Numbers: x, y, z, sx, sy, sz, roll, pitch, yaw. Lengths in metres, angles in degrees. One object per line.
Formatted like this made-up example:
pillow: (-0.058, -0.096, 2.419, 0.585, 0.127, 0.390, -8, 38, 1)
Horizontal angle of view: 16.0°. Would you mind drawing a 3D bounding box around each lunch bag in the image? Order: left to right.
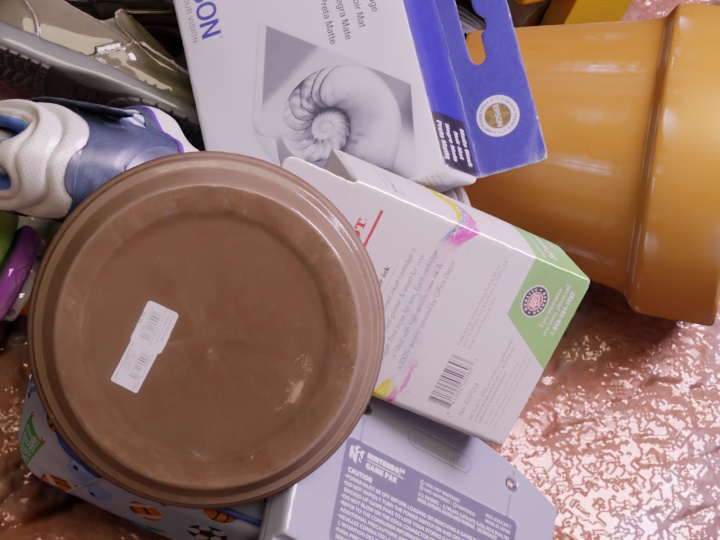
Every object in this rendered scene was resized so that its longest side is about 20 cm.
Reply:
lunch bag: (-0.100, 0.073, 1.503, 0.199, 0.075, 0.161, 27, 61, -23)

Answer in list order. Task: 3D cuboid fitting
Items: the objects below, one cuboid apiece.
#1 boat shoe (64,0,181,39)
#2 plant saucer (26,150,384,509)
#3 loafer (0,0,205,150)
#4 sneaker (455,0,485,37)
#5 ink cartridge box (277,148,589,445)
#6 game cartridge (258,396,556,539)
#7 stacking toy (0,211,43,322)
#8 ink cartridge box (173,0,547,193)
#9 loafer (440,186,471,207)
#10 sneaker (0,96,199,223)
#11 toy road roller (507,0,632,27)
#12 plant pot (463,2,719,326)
boat shoe: (-0.143, -0.195, 1.657, 0.199, 0.073, 0.075, 4, 62, -14)
plant saucer: (-0.084, 0.035, 1.407, 0.199, 0.029, 0.201, -1, 99, -5)
loafer: (-0.145, -0.131, 1.610, 0.199, 0.075, 0.070, 24, 68, -14)
sneaker: (0.005, -0.142, 1.672, 0.199, 0.071, 0.083, -13, 61, -25)
ink cartridge box: (0.016, 0.008, 1.482, 0.199, 0.117, 0.067, 23, 14, -19)
game cartridge: (0.029, 0.149, 1.505, 0.200, 0.041, 0.134, 30, 61, -30)
stacking toy: (-0.230, -0.007, 1.529, 0.199, 0.110, 0.116, 28, 74, -12)
ink cartridge box: (-0.006, -0.131, 1.548, 0.199, 0.041, 0.200, -18, 71, 9)
loafer: (-0.006, -0.074, 1.590, 0.072, 0.063, 0.200, -41, 68, -7)
sneaker: (-0.182, -0.070, 1.505, 0.146, 0.200, 0.081, 15, 94, -24)
toy road roller: (0.102, -0.225, 1.662, 0.145, 0.200, 0.123, -13, 61, -23)
plant pot: (0.149, -0.077, 1.623, 0.182, 0.200, 0.201, 8, 60, 7)
